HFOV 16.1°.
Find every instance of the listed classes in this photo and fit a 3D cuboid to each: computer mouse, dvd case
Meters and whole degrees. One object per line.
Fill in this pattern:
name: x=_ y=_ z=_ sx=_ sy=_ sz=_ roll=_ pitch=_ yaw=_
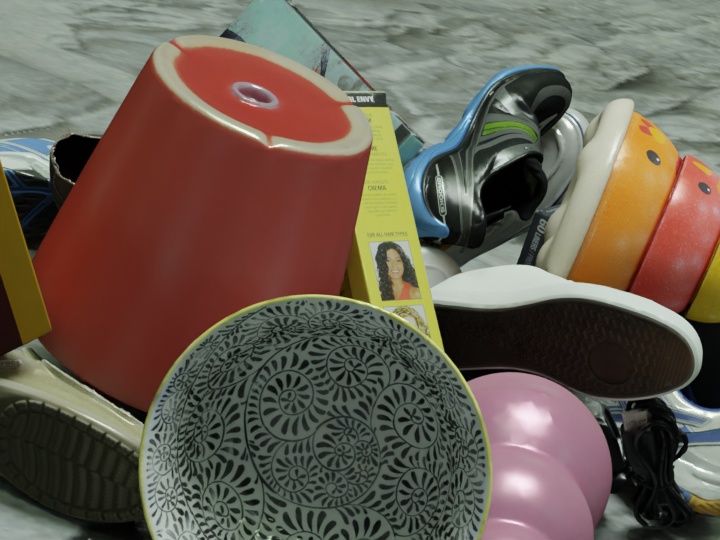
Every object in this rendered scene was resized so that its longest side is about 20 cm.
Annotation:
computer mouse: x=0.117 y=0.105 z=1.648 sx=0.199 sy=0.139 sz=0.053 roll=24 pitch=61 yaw=29
dvd case: x=-0.059 y=-0.091 z=1.731 sx=0.022 sy=0.146 sz=0.200 roll=39 pitch=8 yaw=-50

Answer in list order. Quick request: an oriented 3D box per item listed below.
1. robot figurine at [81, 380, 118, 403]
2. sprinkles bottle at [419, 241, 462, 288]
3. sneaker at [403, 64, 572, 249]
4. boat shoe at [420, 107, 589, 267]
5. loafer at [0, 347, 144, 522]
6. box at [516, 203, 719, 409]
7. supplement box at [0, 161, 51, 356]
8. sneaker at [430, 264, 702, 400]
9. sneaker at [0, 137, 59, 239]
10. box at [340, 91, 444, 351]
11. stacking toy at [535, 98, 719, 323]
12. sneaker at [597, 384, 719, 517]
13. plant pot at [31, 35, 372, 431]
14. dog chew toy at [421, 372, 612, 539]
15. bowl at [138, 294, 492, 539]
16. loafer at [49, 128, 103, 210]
robot figurine: x=-0.092 y=0.053 z=1.654 sx=0.199 sy=0.059 sz=0.145 roll=7 pitch=27 yaw=-21
sprinkles bottle: x=0.000 y=0.000 z=1.741 sx=0.068 sy=0.069 sz=0.200 roll=5 pitch=9 yaw=-26
sneaker: x=0.095 y=-0.071 z=1.715 sx=0.082 sy=0.071 sz=0.200 roll=22 pitch=40 yaw=18
boat shoe: x=0.078 y=-0.049 z=1.819 sx=0.070 sy=0.199 sz=0.071 roll=-3 pitch=63 yaw=-62
loafer: x=-0.196 y=0.083 z=1.501 sx=0.199 sy=0.076 sz=0.068 roll=23 pitch=32 yaw=11
box: x=0.208 y=0.046 z=1.794 sx=0.199 sy=0.123 sz=0.106 roll=32 pitch=28 yaw=28
supplement box: x=-0.308 y=-0.026 z=1.422 sx=0.199 sy=0.198 sz=0.133 roll=-27 pitch=43 yaw=-18
sneaker: x=0.130 y=0.027 z=1.594 sx=0.199 sy=0.073 sz=0.085 roll=9 pitch=29 yaw=29
sneaker: x=-0.195 y=-0.058 z=1.789 sx=0.199 sy=0.076 sz=0.077 roll=13 pitch=30 yaw=-14
box: x=0.001 y=-0.007 z=1.601 sx=0.050 sy=0.075 sz=0.201 roll=-3 pitch=72 yaw=-31
stacking toy: x=0.225 y=-0.014 z=1.683 sx=0.199 sy=0.147 sz=0.146 roll=22 pitch=25 yaw=1
sneaker: x=0.179 y=0.084 z=1.716 sx=0.199 sy=0.089 sz=0.075 roll=29 pitch=3 yaw=18
plant pot: x=-0.088 y=-0.032 z=1.534 sx=0.199 sy=0.178 sz=0.201 roll=19 pitch=24 yaw=-9
dog chew toy: x=0.086 y=0.150 z=1.513 sx=0.124 sy=0.125 sz=0.200 roll=17 pitch=33 yaw=-3
bowl: x=-0.022 y=0.108 z=1.457 sx=0.199 sy=0.202 sz=0.094 roll=19 pitch=8 yaw=1
loafer: x=-0.124 y=-0.048 z=1.672 sx=0.199 sy=0.073 sz=0.071 roll=8 pitch=-19 yaw=21
